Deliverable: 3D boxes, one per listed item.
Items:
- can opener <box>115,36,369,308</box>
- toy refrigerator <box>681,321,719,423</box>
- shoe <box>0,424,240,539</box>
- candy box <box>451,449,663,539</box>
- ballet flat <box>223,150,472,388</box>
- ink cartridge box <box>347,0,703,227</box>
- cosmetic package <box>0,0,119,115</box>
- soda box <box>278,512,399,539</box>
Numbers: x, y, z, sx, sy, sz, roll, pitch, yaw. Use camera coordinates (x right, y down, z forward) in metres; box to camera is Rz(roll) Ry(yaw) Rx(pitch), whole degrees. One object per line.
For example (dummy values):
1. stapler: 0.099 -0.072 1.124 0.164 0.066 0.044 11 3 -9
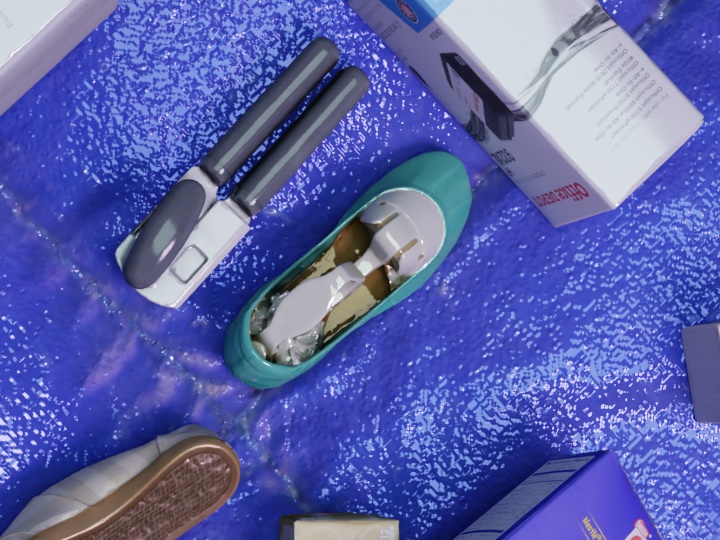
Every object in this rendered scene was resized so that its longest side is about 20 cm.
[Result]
1. can opener: -0.071 -0.060 1.346 0.053 0.067 0.200 43 81 -6
2. toy refrigerator: 0.314 0.054 1.405 0.198 0.076 0.071 -9 88 -11
3. shoe: -0.163 0.159 1.329 0.199 0.053 0.070 -33 125 -7
4. candy box: 0.106 0.232 1.318 0.199 0.077 0.170 -35 102 -26
5. ballet flat: 0.000 0.000 1.354 0.200 0.070 0.067 -42 94 -10
6. ink cartridge box: 0.097 -0.129 1.341 0.084 0.145 0.200 -44 95 -9
7. cosmetic package: -0.242 -0.176 1.255 0.166 0.200 0.167 -44 94 -10
8. soda box: -0.013 0.250 1.339 0.067 0.064 0.202 1 87 -10
